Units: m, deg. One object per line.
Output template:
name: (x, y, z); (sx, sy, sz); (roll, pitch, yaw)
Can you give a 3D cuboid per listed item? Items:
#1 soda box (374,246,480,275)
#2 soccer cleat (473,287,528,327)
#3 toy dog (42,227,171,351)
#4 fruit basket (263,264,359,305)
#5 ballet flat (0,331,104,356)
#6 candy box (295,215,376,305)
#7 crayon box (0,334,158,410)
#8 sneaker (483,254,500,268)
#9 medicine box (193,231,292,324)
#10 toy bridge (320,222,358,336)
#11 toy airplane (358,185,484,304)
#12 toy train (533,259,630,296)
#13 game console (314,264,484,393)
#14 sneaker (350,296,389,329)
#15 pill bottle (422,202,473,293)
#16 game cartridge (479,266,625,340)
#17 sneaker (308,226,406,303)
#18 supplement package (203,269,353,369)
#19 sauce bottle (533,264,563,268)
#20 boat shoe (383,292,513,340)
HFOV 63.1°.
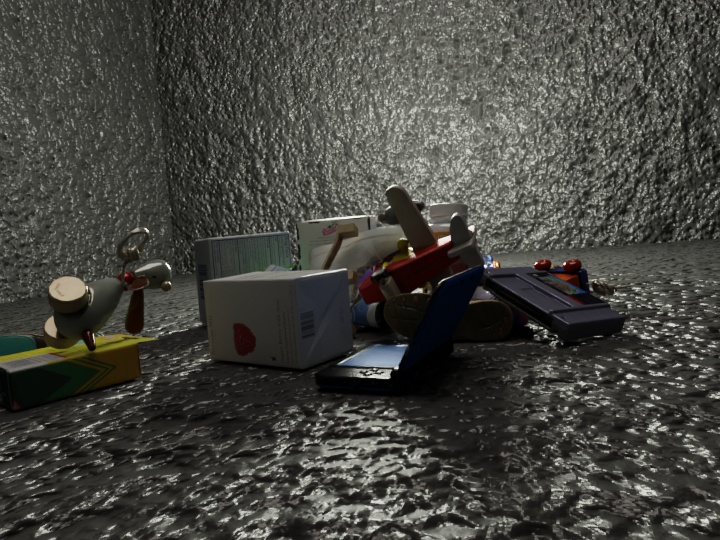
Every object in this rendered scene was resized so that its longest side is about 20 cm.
soda box: (0.121, -0.017, 1.087); (0.196, 0.072, 0.063); (8, 7, 38)
soccer cleat: (0.227, 0.066, 0.999); (0.076, 0.067, 0.200); (-42, 12, 4)
toy dog: (-0.340, 0.048, 0.819); (0.199, 0.096, 0.133); (-40, -20, -27)
fruit basket: (-0.113, 0.051, 1.137); (0.194, 0.097, 0.186); (4, 24, 16)
ballet flat: (-0.496, 0.134, 0.922); (0.193, 0.070, 0.067); (0, -16, -12)
candy box: (-0.044, -0.008, 1.244); (0.162, 0.207, 0.071); (-3, 4, 15)
crayon box: (-0.392, 0.132, 0.805); (0.125, 0.053, 0.197); (-1, 6, 43)
sneaker: (0.332, 0.001, 1.609); (0.076, 0.078, 0.200); (-8, 2, 1)
medicine box: (-0.252, 0.016, 1.294); (0.195, 0.189, 0.102); (-7, 5, -35)
toy bridge: (-0.038, 0.014, 1.016); (0.065, 0.206, 0.027); (-7, -23, 20)
toy airplane: (0.108, -0.023, 0.979); (0.193, 0.206, 0.142); (14, 15, -6)
toy train: (0.364, 0.036, 1.055); (0.113, 0.087, 0.198); (-19, 11, -29)
game console: (0.054, 0.064, 0.718); (0.166, 0.123, 0.199); (-3, 4, 26)
sneaker: (0.040, 0.059, 1.101); (0.075, 0.078, 0.199); (-2, 6, 23)
pill bottle: (0.174, -0.025, 1.154); (0.105, 0.207, 0.109); (0, -1, 0)
game cartridge: (0.280, 0.041, 0.882); (0.126, 0.040, 0.199); (-7, 25, -28)
sneaker: (0.000, 0.000, 1.063); (0.195, 0.119, 0.074); (-18, -29, 20)
supplement package: (-0.124, 0.067, 0.867); (0.196, 0.126, 0.118); (-2, 5, 38)
sauce bottle: (0.406, 0.022, 1.283); (0.195, 0.067, 0.064); (-5, 4, -28)
boat shoe: (0.134, 0.072, 0.899); (0.194, 0.075, 0.067); (3, 0, 13)
